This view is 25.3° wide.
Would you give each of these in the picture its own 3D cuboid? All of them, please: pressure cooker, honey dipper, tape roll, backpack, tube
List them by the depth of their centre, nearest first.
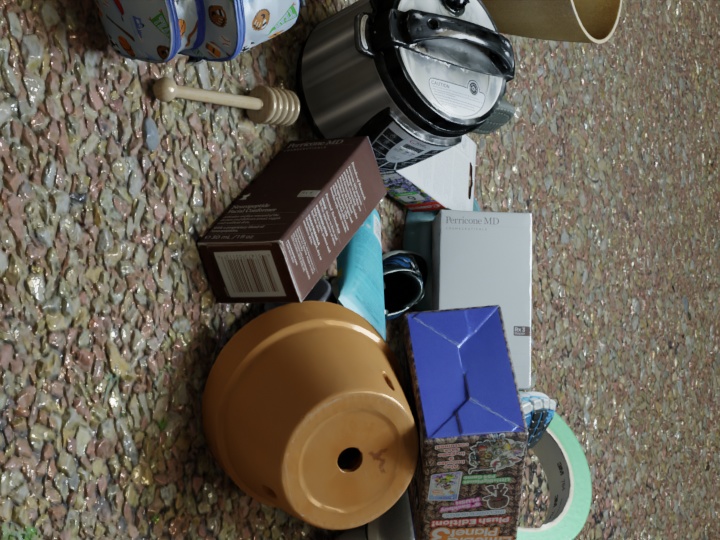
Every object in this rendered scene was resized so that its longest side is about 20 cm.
[{"bbox_3d":[-0.142,-0.263,1.354,0.154,0.189,0.202,-41,125,-33],"label":"backpack"},{"bbox_3d":[-0.129,-0.162,1.528,0.199,0.038,0.039,-2,90,-56],"label":"honey dipper"},{"bbox_3d":[0.050,-0.209,1.638,0.180,0.199,0.176,55,47,-14],"label":"pressure cooker"},{"bbox_3d":[0.000,0.000,1.641,0.077,0.050,0.201,43,21,-24],"label":"tube"},{"bbox_3d":[0.171,0.236,1.842,0.198,0.048,0.203,14,56,-22],"label":"tape roll"}]

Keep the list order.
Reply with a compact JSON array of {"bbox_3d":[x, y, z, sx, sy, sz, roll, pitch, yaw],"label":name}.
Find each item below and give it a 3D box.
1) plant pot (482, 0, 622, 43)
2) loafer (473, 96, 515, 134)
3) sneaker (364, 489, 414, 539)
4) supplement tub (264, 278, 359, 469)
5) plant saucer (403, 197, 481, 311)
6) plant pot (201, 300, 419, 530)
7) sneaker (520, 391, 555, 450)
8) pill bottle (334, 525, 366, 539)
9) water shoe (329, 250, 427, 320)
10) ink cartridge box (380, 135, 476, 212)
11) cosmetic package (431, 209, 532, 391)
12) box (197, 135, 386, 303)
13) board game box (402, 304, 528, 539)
[{"bbox_3d":[0.191,-0.358,1.919,0.186,0.198,0.189,3,86,-59],"label":"plant pot"},{"bbox_3d":[0.111,-0.215,1.921,0.199,0.075,0.070,15,44,-57],"label":"loafer"},{"bbox_3d":[0.007,0.235,1.664,0.201,0.098,0.071,-70,139,-59],"label":"sneaker"},{"bbox_3d":[-0.033,0.110,1.608,0.107,0.106,0.202,-52,132,-47],"label":"supplement tub"},{"bbox_3d":[0.110,-0.020,1.938,0.199,0.027,0.203,2,88,-59],"label":"plant saucer"},{"bbox_3d":[-0.034,0.145,1.481,0.198,0.140,0.203,-8,111,-20],"label":"plant pot"},{"bbox_3d":[0.138,0.160,1.797,0.199,0.086,0.076,-4,122,-44],"label":"sneaker"},{"bbox_3d":[0.029,0.311,1.706,0.199,0.108,0.110,-23,109,-57],"label":"pill bottle"},{"bbox_3d":[0.040,0.024,1.764,0.199,0.078,0.072,-24,110,-58],"label":"water shoe"},{"bbox_3d":[0.068,-0.130,1.839,0.200,0.050,0.110,32,58,-55],"label":"ink cartridge box"},{"bbox_3d":[0.137,0.035,1.824,0.081,0.111,0.203,122,-33,-84],"label":"cosmetic package"},{"bbox_3d":[-0.063,-0.052,1.569,0.200,0.099,0.076,-52,132,-48],"label":"box"},{"bbox_3d":[0.096,0.161,1.543,0.201,0.095,0.161,90,-5,-45],"label":"board game box"}]
